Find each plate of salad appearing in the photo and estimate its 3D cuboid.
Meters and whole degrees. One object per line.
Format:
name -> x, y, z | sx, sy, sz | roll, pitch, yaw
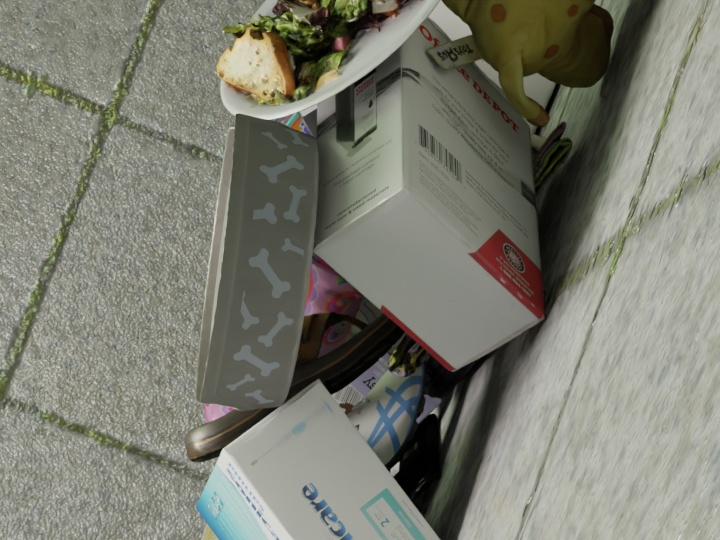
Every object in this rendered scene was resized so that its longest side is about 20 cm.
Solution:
plate of salad -> -0.019, -0.179, 1.502 | 0.199, 0.048, 0.201 | -30, 31, 20

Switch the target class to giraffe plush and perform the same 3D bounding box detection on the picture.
giraffe plush -> 0.139, -0.216, 1.519 | 0.162, 0.173, 0.200 | -42, 7, 32

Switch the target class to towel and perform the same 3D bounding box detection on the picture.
towel -> 0.085, -0.009, 1.613 | 0.201, 0.023, 0.144 | -54, -3, -11

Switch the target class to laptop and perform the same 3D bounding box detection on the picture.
laptop -> 0.018, 0.233, 1.774 | 0.200, 0.103, 0.177 | -43, 8, 8

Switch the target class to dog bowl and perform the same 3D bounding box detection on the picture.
dog bowl -> -0.067, -0.003, 1.457 | 0.200, 0.058, 0.202 | -173, 90, -84

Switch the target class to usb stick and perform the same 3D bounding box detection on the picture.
usb stick -> 0.078, 0.053, 1.700 | 0.200, 0.032, 0.056 | 118, 174, -73

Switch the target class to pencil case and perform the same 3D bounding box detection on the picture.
pencil case -> -0.049, 0.047, 1.657 | 0.088, 0.087, 0.201 | -73, 6, -55

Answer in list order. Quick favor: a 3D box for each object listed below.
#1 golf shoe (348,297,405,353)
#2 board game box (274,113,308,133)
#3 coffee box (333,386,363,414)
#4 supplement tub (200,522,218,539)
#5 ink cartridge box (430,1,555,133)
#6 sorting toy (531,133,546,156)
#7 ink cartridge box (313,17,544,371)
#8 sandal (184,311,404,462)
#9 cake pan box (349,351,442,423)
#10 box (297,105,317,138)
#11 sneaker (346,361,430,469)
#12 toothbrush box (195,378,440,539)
golf shoe -> 0.000, 0.000, 1.709 | 0.097, 0.199, 0.079 | -30, 46, 47
board game box -> -0.049, -0.119, 1.925 | 0.152, 0.045, 0.200 | -51, 7, 5
coffee box -> -0.012, 0.157, 2.175 | 0.115, 0.079, 0.201 | -73, 5, -58
supplement tub -> -0.073, 0.259, 1.954 | 0.201, 0.143, 0.145 | -71, 4, -47
ink cartridge box -> 0.089, -0.165, 1.957 | 0.147, 0.144, 0.201 | -76, 8, -65
sorting toy -> 0.039, -0.064, 1.808 | 0.107, 0.179, 0.201 | -74, 7, -65
ink cartridge box -> 0.044, -0.058, 1.487 | 0.083, 0.147, 0.201 | -32, 34, 26
sandal -> -0.043, 0.065, 1.565 | 0.199, 0.055, 0.082 | -31, -9, -13
cake pan box -> -0.003, 0.029, 1.873 | 0.052, 0.200, 0.184 | -45, 10, 20
box -> 0.011, -0.088, 1.662 | 0.049, 0.200, 0.200 | -28, 3, 10
sneaker -> -0.012, 0.138, 1.697 | 0.201, 0.072, 0.072 | -56, 4, -23
toothbrush box -> -0.031, 0.177, 1.542 | 0.085, 0.147, 0.200 | -35, -9, -17
